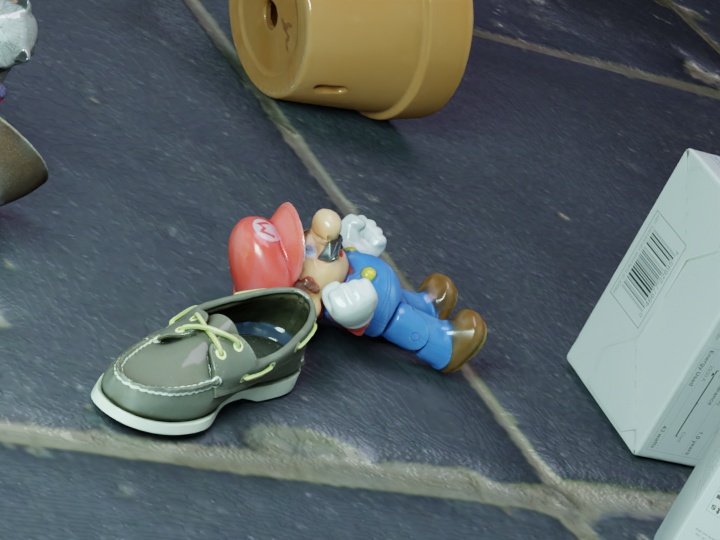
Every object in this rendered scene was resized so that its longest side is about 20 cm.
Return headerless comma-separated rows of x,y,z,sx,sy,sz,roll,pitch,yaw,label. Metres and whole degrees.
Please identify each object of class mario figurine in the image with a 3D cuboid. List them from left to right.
0.000,0.000,1.721,0.199,0.107,0.123,19,-17,-36,mario figurine

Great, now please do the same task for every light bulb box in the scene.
0.295,0.040,1.851,0.199,0.199,0.125,13,28,-32,light bulb box

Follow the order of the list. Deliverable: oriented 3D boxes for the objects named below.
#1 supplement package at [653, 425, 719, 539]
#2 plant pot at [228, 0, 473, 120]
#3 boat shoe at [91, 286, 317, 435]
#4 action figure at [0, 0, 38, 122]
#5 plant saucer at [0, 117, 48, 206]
0.283,0.156,1.588,0.150,0.201,0.152,30,23,5,supplement package
-0.018,-0.219,2.088,0.139,0.201,0.200,-9,39,-30,plant pot
-0.094,0.052,1.576,0.072,0.061,0.201,36,24,20,boat shoe
-0.292,-0.162,1.594,0.192,0.105,0.200,7,-25,23,action figure
-0.292,-0.091,1.583,0.199,0.035,0.200,24,-16,8,plant saucer
